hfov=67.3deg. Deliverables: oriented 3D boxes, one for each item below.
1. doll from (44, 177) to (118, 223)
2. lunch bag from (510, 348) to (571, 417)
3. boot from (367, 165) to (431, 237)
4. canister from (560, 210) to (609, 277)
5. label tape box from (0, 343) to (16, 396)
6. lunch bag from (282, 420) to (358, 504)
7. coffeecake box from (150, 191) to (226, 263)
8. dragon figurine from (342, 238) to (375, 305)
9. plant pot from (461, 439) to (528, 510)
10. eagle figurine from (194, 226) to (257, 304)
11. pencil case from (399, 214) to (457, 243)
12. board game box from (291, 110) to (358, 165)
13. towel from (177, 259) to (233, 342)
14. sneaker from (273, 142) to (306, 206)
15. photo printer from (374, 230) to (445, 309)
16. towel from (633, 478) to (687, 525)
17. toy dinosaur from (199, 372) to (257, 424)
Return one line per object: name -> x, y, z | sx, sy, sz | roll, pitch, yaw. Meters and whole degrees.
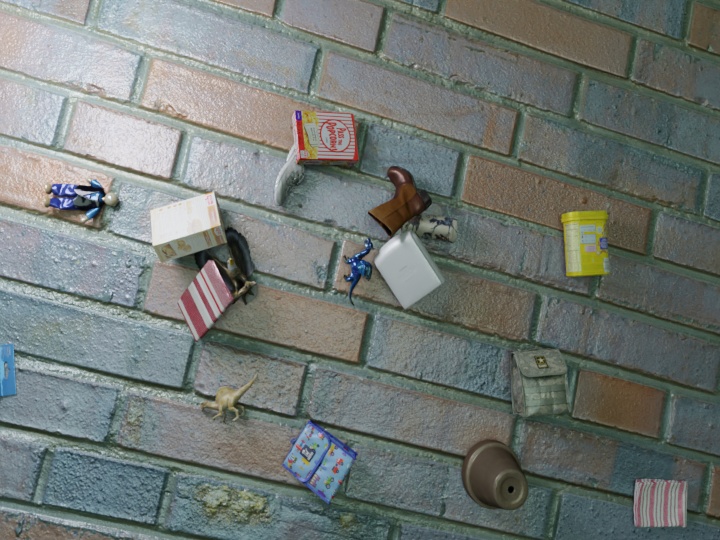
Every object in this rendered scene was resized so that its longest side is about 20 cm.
doll -> -0.811, -0.207, 1.583 | 0.192, 0.048, 0.142 | 0, 77, -14
lunch bag -> 0.564, 0.348, 1.709 | 0.157, 0.118, 0.209 | -3, 81, -7
boot -> 0.095, -0.214, 1.661 | 0.198, 0.069, 0.190 | -35, 78, -26
canister -> 0.739, -0.086, 1.775 | 0.142, 0.086, 0.209 | -2, 88, -8
label tape box -> -1.080, 0.288, 1.506 | 0.192, 0.063, 0.151 | -5, 88, -8
lunch bag -> -0.127, 0.563, 1.622 | 0.197, 0.094, 0.153 | 33, 84, 8
coffeecake box -> -0.500, -0.128, 1.571 | 0.193, 0.074, 0.156 | -18, 49, -8
dragon figurine -> 0.000, 0.000, 1.660 | 0.096, 0.059, 0.209 | -4, 79, 22
plant pot -> 0.423, 0.640, 1.640 | 0.192, 0.175, 0.209 | 0, 87, -8
eagle figurine -> -0.383, -0.006, 1.608 | 0.149, 0.153, 0.202 | -7, 49, -46
pencil case -> 0.216, -0.131, 1.709 | 0.192, 0.090, 0.080 | 4, 57, -8
board game box -> -0.108, -0.407, 1.667 | 0.193, 0.046, 0.158 | -4, 80, -22
towel -> -0.448, 0.089, 1.558 | 0.200, 0.022, 0.146 | -44, 68, 27
sneaker -> -0.207, -0.288, 1.659 | 0.080, 0.075, 0.206 | 23, 83, -4
photo printer -> 0.145, -0.008, 1.665 | 0.164, 0.069, 0.203 | -34, 91, 24
towel -> 0.994, 0.770, 1.784 | 0.192, 0.030, 0.153 | 4, 87, -8
toy dinosaur -> -0.381, 0.388, 1.601 | 0.195, 0.058, 0.104 | -25, 89, -9
